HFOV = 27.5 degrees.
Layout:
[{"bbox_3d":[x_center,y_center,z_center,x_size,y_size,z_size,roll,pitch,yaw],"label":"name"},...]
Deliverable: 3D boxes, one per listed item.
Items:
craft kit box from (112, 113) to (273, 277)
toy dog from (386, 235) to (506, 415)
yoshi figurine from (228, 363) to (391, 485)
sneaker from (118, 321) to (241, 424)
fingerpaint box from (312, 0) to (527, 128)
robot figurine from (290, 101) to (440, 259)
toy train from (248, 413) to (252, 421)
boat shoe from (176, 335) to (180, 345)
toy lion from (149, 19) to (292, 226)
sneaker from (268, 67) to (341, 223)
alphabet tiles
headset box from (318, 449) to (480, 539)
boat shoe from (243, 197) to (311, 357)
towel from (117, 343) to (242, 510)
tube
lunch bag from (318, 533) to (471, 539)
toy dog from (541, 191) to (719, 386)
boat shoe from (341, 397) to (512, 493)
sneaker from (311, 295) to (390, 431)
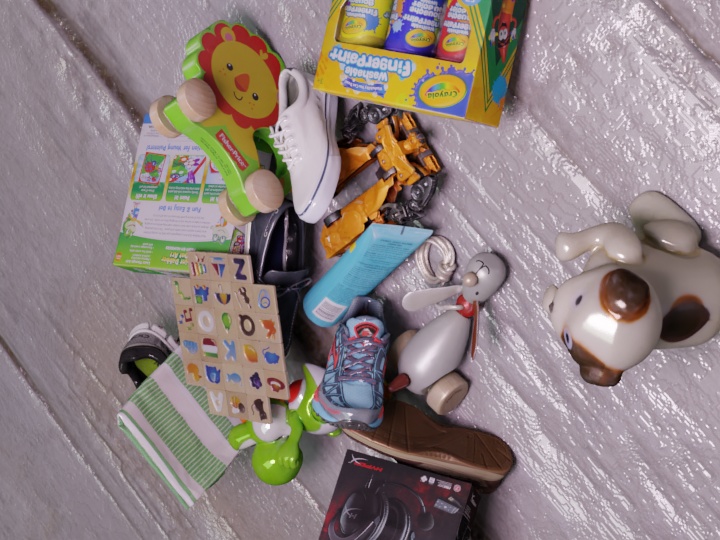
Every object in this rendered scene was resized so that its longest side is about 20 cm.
[{"bbox_3d":[-0.201,-0.091,1.774,0.199,0.048,0.199,5,77,40],"label":"craft kit box"},{"bbox_3d":[0.082,0.070,1.610,0.131,0.096,0.201,22,116,33],"label":"toy dog"},{"bbox_3d":[-0.059,0.191,1.733,0.199,0.112,0.112,-24,46,23],"label":"yoshi figurine"},{"bbox_3d":[-0.226,0.155,1.824,0.200,0.087,0.074,46,120,-2],"label":"sneaker"},{"bbox_3d":[0.061,-0.248,1.519,0.199,0.073,0.168,17,96,35],"label":"fingerpaint box"},{"bbox_3d":[0.010,-0.103,1.644,0.200,0.058,0.145,-35,81,41],"label":"robot figurine"},{"bbox_3d":[-0.149,0.078,1.776,0.115,0.084,0.201,0,75,51],"label":"toy train"},{"bbox_3d":[-0.208,0.111,1.882,0.075,0.060,0.201,24,117,32],"label":"boat shoe"},{"bbox_3d":[-0.134,-0.178,1.664,0.069,0.192,0.200,-25,108,41],"label":"toy lion"},{"bbox_3d":[-0.068,-0.139,1.616,0.073,0.071,0.201,-47,34,40],"label":"sneaker"},{"bbox_3d":[-0.151,0.077,1.700,0.166,0.006,0.201,4,106,39],"label":"alphabet tiles"},{"bbox_3d":[0.030,0.314,1.595,0.148,0.077,0.201,14,73,18],"label":"headset box"},{"bbox_3d":[-0.097,0.010,1.700,0.062,0.074,0.201,9,100,47],"label":"boat shoe"},{"bbox_3d":[-0.193,0.171,1.776,0.153,0.200,0.023,51,137,-8],"label":"towel"},{"bbox_3d":[0.000,0.000,1.662,0.200,0.077,0.051,-44,53,49],"label":"tube"},{"bbox_3d":[0.044,0.375,1.714,0.167,0.139,0.201,8,110,19],"label":"lunch bag"},{"bbox_3d":[0.258,0.037,1.389,0.194,0.200,0.140,39,125,24],"label":"toy dog"},{"bbox_3d":[0.067,0.203,1.644,0.199,0.072,0.072,16,133,-5],"label":"boat shoe"},{"bbox_3d":[-0.007,0.096,1.613,0.079,0.200,0.096,8,119,-4],"label":"sneaker"}]
